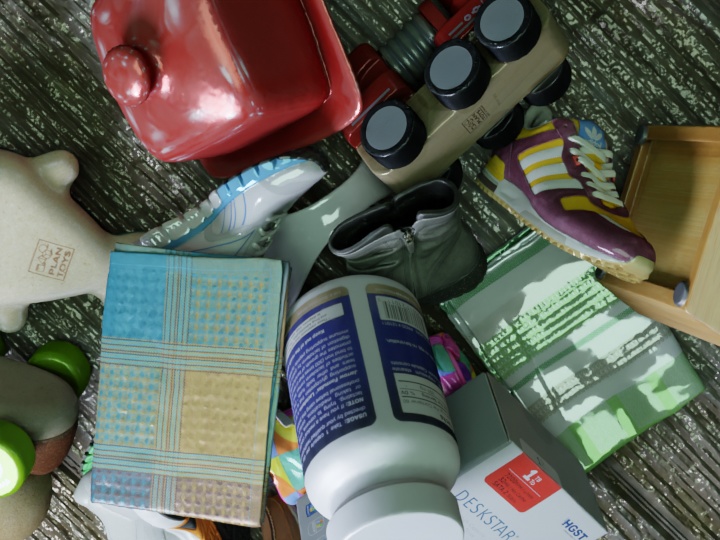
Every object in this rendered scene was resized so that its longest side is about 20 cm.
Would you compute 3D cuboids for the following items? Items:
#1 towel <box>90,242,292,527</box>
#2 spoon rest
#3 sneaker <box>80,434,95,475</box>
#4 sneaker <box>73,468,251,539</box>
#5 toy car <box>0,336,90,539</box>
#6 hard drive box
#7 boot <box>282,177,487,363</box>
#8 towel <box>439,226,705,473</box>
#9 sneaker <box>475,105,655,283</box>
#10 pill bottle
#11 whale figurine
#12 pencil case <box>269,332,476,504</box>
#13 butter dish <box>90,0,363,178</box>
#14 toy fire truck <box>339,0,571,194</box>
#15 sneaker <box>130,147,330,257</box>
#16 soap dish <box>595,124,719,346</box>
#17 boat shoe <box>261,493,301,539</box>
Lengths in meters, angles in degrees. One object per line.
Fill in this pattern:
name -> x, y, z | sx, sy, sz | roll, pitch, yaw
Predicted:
towel -> -0.131, 0.085, 0.888 | 0.144, 0.022, 0.204 | 6, 94, 10
spoon rest -> -0.064, -0.021, 0.965 | 0.199, 0.061, 0.100 | -37, 96, 9
sneaker -> -0.160, 0.128, 0.980 | 0.199, 0.078, 0.085 | -41, 98, 24
sneaker -> -0.164, 0.219, 0.996 | 0.091, 0.076, 0.201 | -13, 129, 23
toy car -> -0.321, 0.174, 0.982 | 0.155, 0.165, 0.203 | 13, 114, 2
hard drive box -> 0.072, 0.198, 0.944 | 0.199, 0.077, 0.156 | -37, 125, 17
boot -> 0.000, 0.000, 0.923 | 0.198, 0.131, 0.068 | -30, 58, 8
towel -> 0.177, 0.060, 0.976 | 0.148, 0.031, 0.201 | -35, 96, 11
sneaker -> 0.161, -0.066, 0.876 | 0.074, 0.200, 0.091 | 23, 102, -36
pill bottle -> 0.009, 0.113, 0.851 | 0.113, 0.202, 0.117 | -7, 139, -6
whale figurine -> -0.270, -0.028, 0.974 | 0.197, 0.104, 0.162 | 16, 102, -24
pencil case -> 0.004, 0.123, 0.975 | 0.197, 0.088, 0.090 | -25, 98, 6
butter dish -> -0.129, -0.162, 0.871 | 0.198, 0.147, 0.203 | -16, 101, 44
toy fire truck -> 0.038, -0.185, 0.910 | 0.176, 0.128, 0.201 | -42, 56, 10
sneaker -> -0.093, -0.023, 0.918 | 0.198, 0.075, 0.088 | -32, 83, 27
soap dish -> 0.252, -0.034, 0.855 | 0.080, 0.200, 0.160 | 16, 94, -11
boat shoe -> -0.060, 0.272, 0.952 | 0.073, 0.201, 0.077 | -12, 132, -13
